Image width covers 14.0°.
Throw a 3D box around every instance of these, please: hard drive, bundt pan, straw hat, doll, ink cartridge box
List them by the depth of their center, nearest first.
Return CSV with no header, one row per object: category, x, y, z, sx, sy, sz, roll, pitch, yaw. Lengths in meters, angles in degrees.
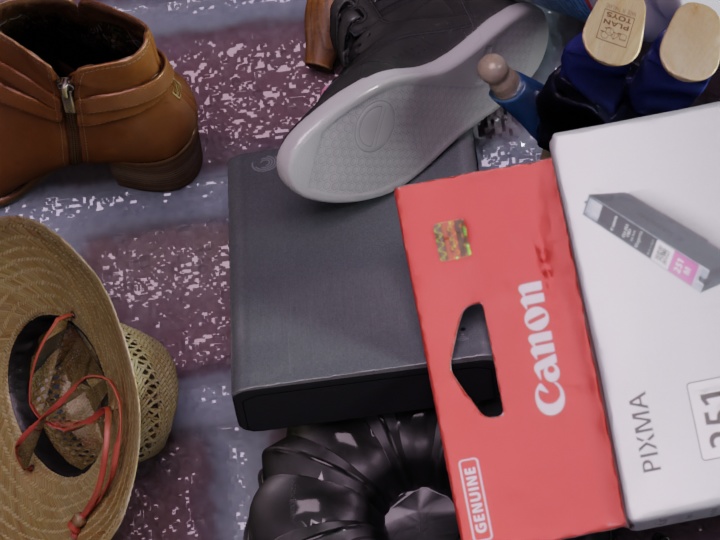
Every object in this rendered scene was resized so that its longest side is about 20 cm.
ink cartridge box,0.117,0.030,1.458,0.173,0.044,0.200,-11,79,1
bundt pan,0.031,0.130,1.532,0.201,0.076,0.202,-3,66,8
doll,0.128,-0.090,1.547,0.136,0.200,0.049,12,71,-3
hard drive,0.000,0.000,1.571,0.139,0.033,0.200,-8,39,3
straw hat,-0.145,0.066,1.576,0.085,0.201,0.201,-5,57,-40

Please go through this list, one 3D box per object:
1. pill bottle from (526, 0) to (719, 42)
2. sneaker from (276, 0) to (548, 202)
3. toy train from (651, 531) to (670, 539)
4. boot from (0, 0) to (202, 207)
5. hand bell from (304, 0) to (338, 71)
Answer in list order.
pill bottle,0.139,-0.183,1.574,0.109,0.109,0.200,-46,35,-12
sneaker,0.004,-0.104,1.616,0.099,0.071,0.200,26,45,35
toy train,0.100,0.218,1.485,0.046,0.034,0.200,38,89,-16
boot,-0.190,-0.093,1.616,0.200,0.155,0.077,7,68,11
hand bell,0.001,-0.211,1.694,0.104,0.104,0.200,14,82,14
